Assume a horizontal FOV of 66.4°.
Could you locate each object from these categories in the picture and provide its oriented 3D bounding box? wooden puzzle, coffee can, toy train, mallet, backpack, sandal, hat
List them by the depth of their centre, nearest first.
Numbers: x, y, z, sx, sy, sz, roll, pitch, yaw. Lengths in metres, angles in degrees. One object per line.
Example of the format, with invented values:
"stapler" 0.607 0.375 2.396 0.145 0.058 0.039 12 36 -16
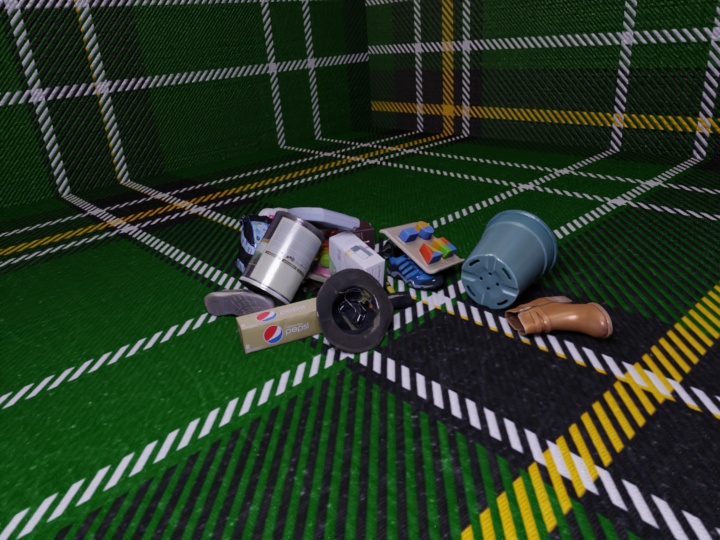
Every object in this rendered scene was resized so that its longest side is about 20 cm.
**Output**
"hat" -0.026 0.099 1.251 0.199 0.202 0.081 -21 -12 -33
"coffee can" -0.198 -0.028 1.395 0.145 0.146 0.202 15 72 39
"mallet" 0.087 0.048 1.433 0.065 0.042 0.200 -5 19 -3
"sandal" -0.146 0.032 1.479 0.198 0.080 0.054 17 73 33
"wooden puzzle" 0.174 -0.075 1.494 0.200 0.047 0.184 40 32 24
"toy train" -0.079 -0.053 1.517 0.197 0.086 0.116 -1 34 9
"backpack" -0.274 -0.050 1.536 0.133 0.185 0.200 5 17 -20

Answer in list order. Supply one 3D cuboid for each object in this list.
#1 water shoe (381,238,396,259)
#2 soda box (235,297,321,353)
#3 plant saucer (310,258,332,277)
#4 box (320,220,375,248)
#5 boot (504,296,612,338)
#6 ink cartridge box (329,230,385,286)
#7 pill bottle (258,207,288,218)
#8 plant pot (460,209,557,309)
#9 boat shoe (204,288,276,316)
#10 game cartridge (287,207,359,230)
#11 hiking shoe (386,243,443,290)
"water shoe" 0.148 -0.038 1.602 0.199 0.072 0.079 22 64 41
"soda box" -0.179 0.125 1.265 0.198 0.065 0.068 -14 25 -19
"plant saucer" -0.048 -0.010 1.570 0.198 0.051 0.201 -5 23 2
"box" -0.060 -0.103 1.760 0.197 0.076 0.100 -10 23 -9
"boot" 0.420 0.111 1.179 0.153 0.075 0.200 -10 12 -16
"ink cartridge box" 0.000 0.000 1.397 0.067 0.118 0.200 -22 45 -28
"pill bottle" -0.250 -0.150 1.850 0.198 0.115 0.113 13 29 37
"plant pot" 0.354 -0.018 1.355 0.198 0.202 0.196 13 36 35
"boat shoe" -0.298 0.074 1.391 0.197 0.075 0.073 5 25 19
"game cartridge" -0.108 -0.133 1.428 0.132 0.041 0.199 7 0 -35
"hiking shoe" 0.140 -0.008 1.482 0.074 0.088 0.199 -22 29 -36
